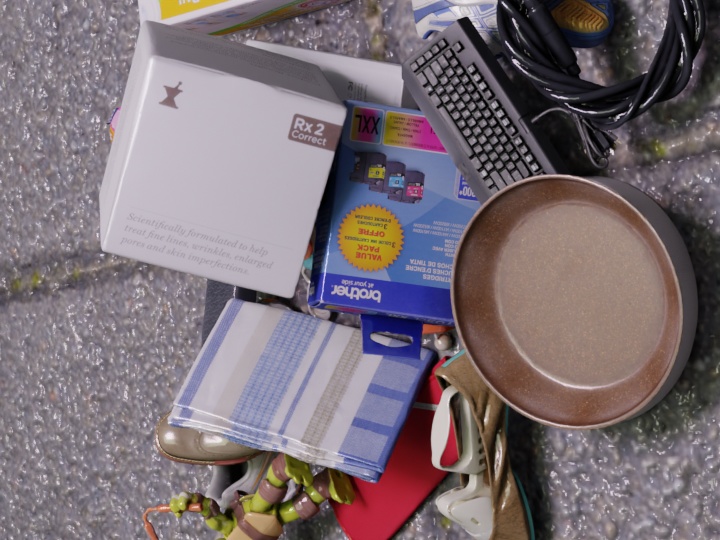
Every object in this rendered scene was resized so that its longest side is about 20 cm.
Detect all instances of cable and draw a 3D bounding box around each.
[{"bbox_3d":[0.180,-0.208,1.574,0.162,0.051,0.201,1,88,6],"label":"cable"}]

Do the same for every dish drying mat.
[{"bbox_3d":[0.039,0.166,1.810,0.200,0.018,0.077,-52,60,32],"label":"dish drying mat"}]

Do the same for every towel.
[{"bbox_3d":[-0.051,0.101,1.775,0.199,0.147,0.024,14,142,14],"label":"towel"}]

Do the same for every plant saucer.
[{"bbox_3d":[0.164,0.022,1.601,0.200,0.037,0.202,8,105,31],"label":"plant saucer"}]

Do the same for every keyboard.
[{"bbox_3d":[0.125,-0.110,1.626,0.127,0.021,0.200,-36,84,26],"label":"keyboard"}]

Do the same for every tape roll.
[{"bbox_3d":[0.178,0.025,1.657,0.202,0.037,0.204,4,95,44],"label":"tape roll"}]

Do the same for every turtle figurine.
[{"bbox_3d":[-0.081,0.228,1.853,0.161,0.200,0.065,-41,25,27],"label":"turtle figurine"}]

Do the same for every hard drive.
[{"bbox_3d":[-0.033,-0.129,1.852,0.199,0.026,0.133,15,103,42],"label":"hard drive"}]

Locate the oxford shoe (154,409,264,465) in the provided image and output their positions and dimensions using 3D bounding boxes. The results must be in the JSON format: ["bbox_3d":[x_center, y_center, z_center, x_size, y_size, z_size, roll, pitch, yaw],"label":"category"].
[{"bbox_3d":[-0.088,0.124,1.817,0.199,0.075,0.071,-13,75,2],"label":"oxford shoe"}]

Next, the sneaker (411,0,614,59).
[{"bbox_3d":[0.124,-0.207,1.683,0.200,0.075,0.089,26,132,38],"label":"sneaker"}]

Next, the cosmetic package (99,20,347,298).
[{"bbox_3d":[-0.119,-0.096,1.707,0.200,0.164,0.166,-114,39,-74],"label":"cosmetic package"}]

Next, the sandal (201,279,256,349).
[{"bbox_3d":[-0.107,-0.007,1.884,0.076,0.043,0.201,10,91,55],"label":"sandal"}]

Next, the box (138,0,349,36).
[{"bbox_3d":[-0.102,-0.282,1.855,0.199,0.101,0.113,-9,86,43],"label":"box"}]

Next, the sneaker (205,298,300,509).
[{"bbox_3d":[-0.098,0.126,1.885,0.075,0.092,0.201,7,97,43],"label":"sneaker"}]

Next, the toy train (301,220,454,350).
[{"bbox_3d":[0.000,0.000,1.793,0.199,0.055,0.151,2,107,45],"label":"toy train"}]

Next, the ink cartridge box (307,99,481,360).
[{"bbox_3d":[0.034,-0.029,1.694,0.076,0.136,0.201,167,110,-81],"label":"ink cartridge box"}]

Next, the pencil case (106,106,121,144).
[{"bbox_3d":[-0.158,-0.133,1.903,0.200,0.087,0.088,1,94,60],"label":"pencil case"}]

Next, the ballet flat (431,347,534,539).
[{"bbox_3d":[0.094,0.160,1.695,0.068,0.072,0.201,18,120,59],"label":"ballet flat"}]
